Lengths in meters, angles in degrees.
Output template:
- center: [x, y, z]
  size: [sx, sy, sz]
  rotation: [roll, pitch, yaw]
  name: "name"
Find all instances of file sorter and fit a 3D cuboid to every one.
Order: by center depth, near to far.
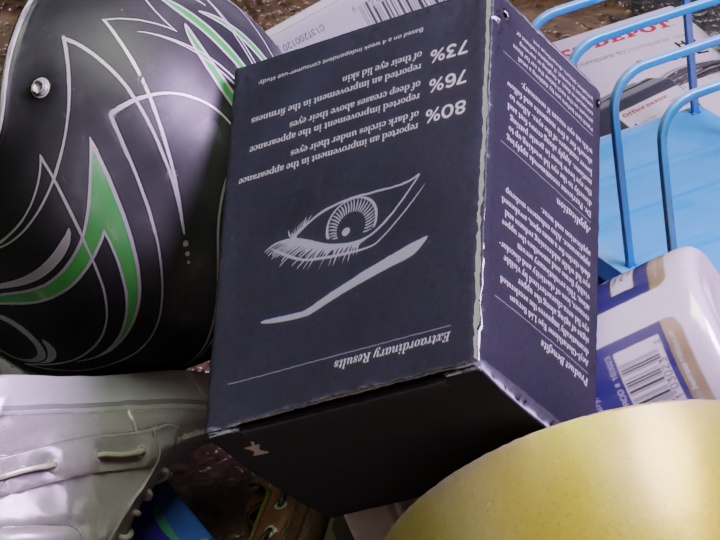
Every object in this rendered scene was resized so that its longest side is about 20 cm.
- center: [0.165, -0.079, 1.490]
  size: [0.139, 0.123, 0.200]
  rotation: [-18, 28, -20]
  name: "file sorter"

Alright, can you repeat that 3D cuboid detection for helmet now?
- center: [-0.112, -0.049, 1.434]
  size: [0.191, 0.200, 0.200]
  rotation: [-36, 14, 38]
  name: "helmet"

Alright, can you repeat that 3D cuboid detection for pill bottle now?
- center: [0.092, 0.078, 1.360]
  size: [0.200, 0.111, 0.111]
  rotation: [-26, 31, 15]
  name: "pill bottle"

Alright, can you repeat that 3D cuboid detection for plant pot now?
- center: [0.121, 0.169, 1.273]
  size: [0.200, 0.200, 0.142]
  rotation: [-12, 60, -9]
  name: "plant pot"

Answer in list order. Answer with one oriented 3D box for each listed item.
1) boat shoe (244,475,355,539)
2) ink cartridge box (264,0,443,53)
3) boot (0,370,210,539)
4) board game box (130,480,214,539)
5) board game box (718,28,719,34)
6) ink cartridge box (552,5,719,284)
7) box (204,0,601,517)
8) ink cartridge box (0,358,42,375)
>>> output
- center: [-0.026, 0.116, 1.447]
  size: [0.068, 0.072, 0.200]
  rotation: [2, 34, 9]
  name: "boat shoe"
- center: [0.016, -0.142, 1.617]
  size: [0.198, 0.043, 0.200]
  rotation: [-27, 1, 26]
  name: "ink cartridge box"
- center: [-0.127, 0.102, 1.410]
  size: [0.200, 0.096, 0.074]
  rotation: [0, -13, -44]
  name: "boot"
- center: [-0.177, 0.131, 1.469]
  size: [0.152, 0.045, 0.200]
  rotation: [-20, 36, -21]
  name: "board game box"
- center: [0.326, -0.116, 1.672]
  size: [0.200, 0.035, 0.135]
  rotation: [10, 10, -24]
  name: "board game box"
- center: [0.171, -0.062, 1.672]
  size: [0.144, 0.084, 0.200]
  rotation: [-18, 35, -19]
  name: "ink cartridge box"
- center: [0.022, -0.006, 1.308]
  size: [0.148, 0.104, 0.200]
  rotation: [-14, 57, 31]
  name: "box"
- center: [-0.262, 0.069, 1.463]
  size: [0.200, 0.042, 0.119]
  rotation: [-11, 57, -13]
  name: "ink cartridge box"
